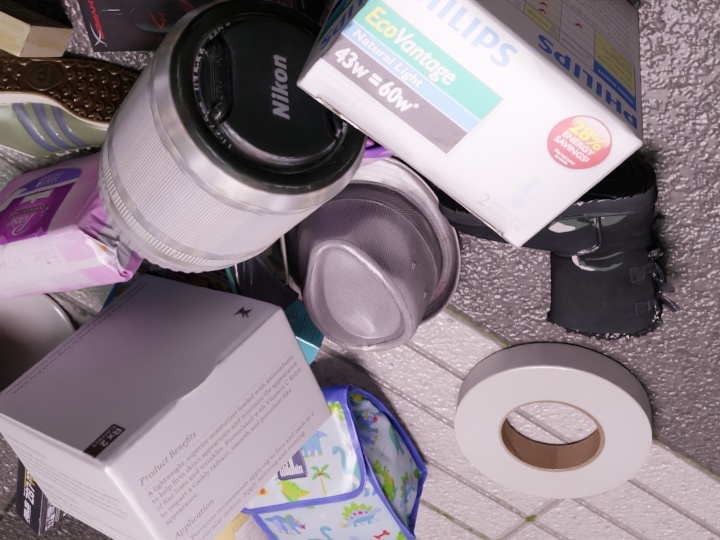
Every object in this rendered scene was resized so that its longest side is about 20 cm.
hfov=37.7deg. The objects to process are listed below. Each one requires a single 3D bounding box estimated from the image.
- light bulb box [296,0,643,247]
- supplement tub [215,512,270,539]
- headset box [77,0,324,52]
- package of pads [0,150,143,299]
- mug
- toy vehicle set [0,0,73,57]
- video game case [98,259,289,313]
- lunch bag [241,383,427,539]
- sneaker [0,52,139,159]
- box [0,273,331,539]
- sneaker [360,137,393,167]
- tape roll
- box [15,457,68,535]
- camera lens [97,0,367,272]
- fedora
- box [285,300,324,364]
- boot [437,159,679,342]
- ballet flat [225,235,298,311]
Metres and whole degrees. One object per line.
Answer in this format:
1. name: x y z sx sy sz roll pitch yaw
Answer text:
1. light bulb box: 0.085 -0.159 0.740 0.198 0.200 0.125 35 128 -15
2. supplement tub: -0.177 0.292 1.219 0.145 0.145 0.200 -1 129 15
3. headset box: -0.120 -0.249 0.799 0.200 0.075 0.149 2 130 13
4. package of pads: -0.265 -0.041 0.954 0.200 0.121 0.076 -8 132 37
5. mug: -0.426 0.090 1.148 0.200 0.133 0.178 -23 84 34
6. toy vehicle set: -0.344 -0.225 0.847 0.200 0.124 0.027 24 100 -6
7. video game case: -0.176 0.047 1.032 0.143 0.018 0.200 30 127 -10
8. lunch bag: -0.045 0.205 1.124 0.170 0.127 0.200 -14 124 23
9. sneaker: -0.268 -0.139 0.945 0.200 0.067 0.090 10 147 -1
10. box: -0.172 0.121 0.909 0.200 0.199 0.131 11 134 43
11. sneaker: -0.010 -0.115 0.865 0.200 0.088 0.081 -22 101 28
12. tape roll: 0.198 0.159 1.085 0.203 0.037 0.203 7 130 9
13. box: -0.293 0.176 1.141 0.049 0.161 0.200 37 136 20
14. camera lens: -0.100 -0.095 0.786 0.160 0.160 0.200 35 150 -15
15. fedora: 0.000 0.000 0.966 0.177 0.090 0.200 -4 128 17
16. box: -0.139 0.043 1.065 0.200 0.049 0.082 27 130 -9
17. boot: 0.176 -0.014 0.928 0.198 0.073 0.163 -3 131 16
18. ballet flat: -0.109 -0.047 0.934 0.073 0.073 0.200 -16 105 26
